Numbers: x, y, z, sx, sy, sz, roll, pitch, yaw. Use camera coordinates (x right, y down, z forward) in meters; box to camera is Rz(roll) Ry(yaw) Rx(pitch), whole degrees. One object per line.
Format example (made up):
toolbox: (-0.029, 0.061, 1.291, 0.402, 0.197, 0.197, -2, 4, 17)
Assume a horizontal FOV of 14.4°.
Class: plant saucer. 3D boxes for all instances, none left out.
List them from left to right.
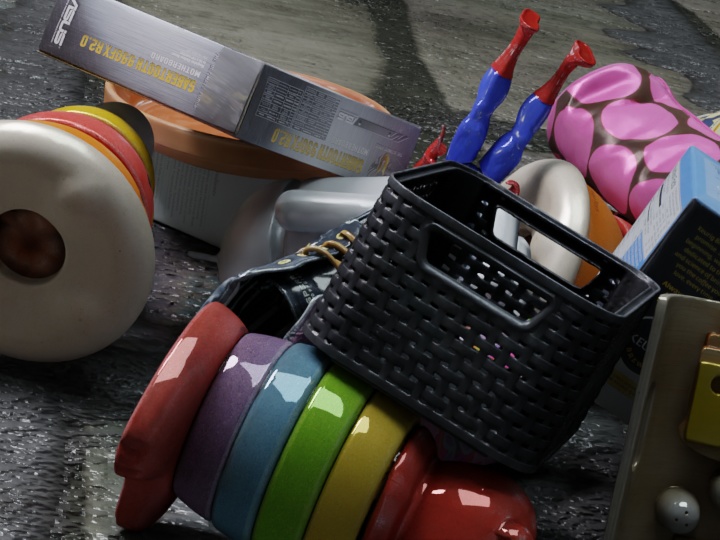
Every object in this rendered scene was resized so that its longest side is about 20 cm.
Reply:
plant saucer: (-0.076, -0.101, 1.934, 0.199, 0.033, 0.200, 10, 18, -3)

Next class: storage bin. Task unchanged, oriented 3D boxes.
storage bin: (0.065, 0.020, 1.460, 0.135, 0.094, 0.200, 31, 9, 8)

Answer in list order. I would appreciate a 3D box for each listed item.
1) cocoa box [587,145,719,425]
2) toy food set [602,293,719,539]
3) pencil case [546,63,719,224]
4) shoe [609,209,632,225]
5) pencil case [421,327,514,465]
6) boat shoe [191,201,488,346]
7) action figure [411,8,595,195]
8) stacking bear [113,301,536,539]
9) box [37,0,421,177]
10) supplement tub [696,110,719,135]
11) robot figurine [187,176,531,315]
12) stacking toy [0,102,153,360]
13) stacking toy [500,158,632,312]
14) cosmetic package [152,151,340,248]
cocoa box: (0.231, 0.047, 1.612, 0.200, 0.132, 0.133, 34, 16, -4)
toy food set: (0.238, 0.101, 1.512, 0.199, 0.144, 0.060, 12, 6, -1)
pencil case: (0.205, -0.064, 1.835, 0.091, 0.094, 0.200, 43, 2, -44)
shoe: (0.159, -0.014, 1.919, 0.199, 0.091, 0.072, 22, 57, 23)
pencil case: (0.035, 0.074, 1.592, 0.087, 0.088, 0.200, 23, 20, 34)
boat shoe: (-0.010, 0.009, 1.584, 0.071, 0.200, 0.091, 48, -4, 19)
action figure: (0.069, -0.063, 1.767, 0.065, 0.200, 0.052, 28, 22, -10)
stacking bear: (-0.008, 0.106, 1.405, 0.199, 0.114, 0.122, 25, -24, 7)
box: (-0.077, -0.109, 1.742, 0.158, 0.049, 0.200, 25, 4, 29)
supplement tub: (0.284, -0.045, 1.948, 0.144, 0.146, 0.200, 6, -6, -17)
robot figurine: (0.000, 0.000, 1.718, 0.199, 0.170, 0.113, -1, 58, 15)
stacking toy: (-0.166, -0.052, 1.668, 0.145, 0.147, 0.200, 14, 29, 8)
stacking toy: (0.165, 0.030, 1.810, 0.199, 0.147, 0.146, 25, 10, -23)
cosmetic package: (-0.061, -0.054, 1.967, 0.199, 0.072, 0.101, 23, 21, 34)
